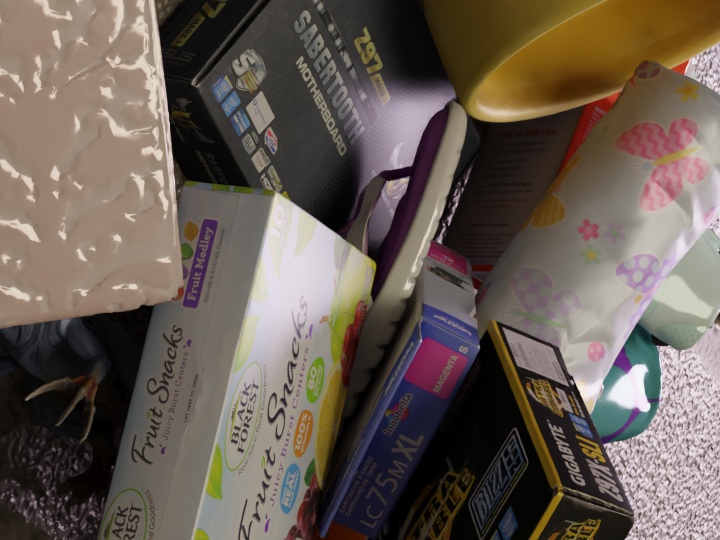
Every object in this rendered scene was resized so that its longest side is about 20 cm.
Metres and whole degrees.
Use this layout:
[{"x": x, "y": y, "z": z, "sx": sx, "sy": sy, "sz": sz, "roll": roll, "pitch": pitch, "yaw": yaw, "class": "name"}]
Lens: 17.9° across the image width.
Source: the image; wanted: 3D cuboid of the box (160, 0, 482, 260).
[{"x": -0.022, "y": -0.085, "z": 1.220, "sx": 0.158, "sy": 0.051, "sz": 0.200, "roll": -53, "pitch": 137, "yaw": -28, "class": "box"}]

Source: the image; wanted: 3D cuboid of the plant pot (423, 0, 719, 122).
[{"x": 0.111, "y": -0.206, "z": 1.226, "sx": 0.201, "sy": 0.201, "sz": 0.189, "roll": -8, "pitch": 70, "yaw": -50, "class": "plant pot"}]

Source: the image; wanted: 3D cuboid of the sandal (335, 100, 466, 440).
[{"x": 0.001, "y": 0.000, "z": 1.191, "sx": 0.050, "sy": 0.082, "sz": 0.203, "roll": 24, "pitch": 85, "yaw": -7, "class": "sandal"}]

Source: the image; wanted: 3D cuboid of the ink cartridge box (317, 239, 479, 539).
[{"x": 0.020, "y": 0.062, "z": 1.205, "sx": 0.119, "sy": 0.042, "sz": 0.200, "roll": -62, "pitch": -176, "yaw": 14, "class": "ink cartridge box"}]

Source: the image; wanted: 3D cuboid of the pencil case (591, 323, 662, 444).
[{"x": 0.095, "y": 0.068, "z": 1.382, "sx": 0.200, "sy": 0.085, "sz": 0.092, "roll": -3, "pitch": 64, "yaw": -50, "class": "pencil case"}]

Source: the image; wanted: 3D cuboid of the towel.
[{"x": -0.181, "y": -0.063, "z": 0.971, "sx": 0.200, "sy": 0.032, "sz": 0.191, "roll": -9, "pitch": 108, "yaw": -15, "class": "towel"}]

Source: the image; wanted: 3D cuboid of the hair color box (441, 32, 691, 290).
[{"x": 0.126, "y": -0.081, "z": 1.357, "sx": 0.061, "sy": 0.101, "sz": 0.200, "roll": 28, "pitch": 77, "yaw": -27, "class": "hair color box"}]

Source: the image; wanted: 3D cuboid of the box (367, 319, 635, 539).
[{"x": 0.053, "y": 0.150, "z": 1.133, "sx": 0.049, "sy": 0.160, "sz": 0.200, "roll": 20, "pitch": 113, "yaw": -20, "class": "box"}]

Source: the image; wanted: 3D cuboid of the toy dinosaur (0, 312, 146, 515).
[{"x": -0.158, "y": 0.035, "z": 1.097, "sx": 0.182, "sy": 0.105, "sz": 0.200, "roll": 60, "pitch": 21, "yaw": -30, "class": "toy dinosaur"}]

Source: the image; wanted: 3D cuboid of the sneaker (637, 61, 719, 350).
[{"x": 0.195, "y": -0.039, "z": 1.436, "sx": 0.118, "sy": 0.074, "sz": 0.201, "roll": 38, "pitch": 51, "yaw": -17, "class": "sneaker"}]

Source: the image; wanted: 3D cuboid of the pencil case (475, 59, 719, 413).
[{"x": 0.138, "y": -0.015, "z": 1.250, "sx": 0.091, "sy": 0.083, "sz": 0.200, "roll": 34, "pitch": 87, "yaw": -6, "class": "pencil case"}]

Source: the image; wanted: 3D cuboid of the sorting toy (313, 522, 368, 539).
[{"x": -0.010, "y": 0.223, "z": 1.307, "sx": 0.180, "sy": 0.107, "sz": 0.200, "roll": -51, "pitch": 138, "yaw": -2, "class": "sorting toy"}]

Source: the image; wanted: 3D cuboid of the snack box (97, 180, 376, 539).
[{"x": -0.058, "y": 0.072, "z": 1.082, "sx": 0.142, "sy": 0.053, "sz": 0.200, "roll": 33, "pitch": 68, "yaw": -65, "class": "snack box"}]
